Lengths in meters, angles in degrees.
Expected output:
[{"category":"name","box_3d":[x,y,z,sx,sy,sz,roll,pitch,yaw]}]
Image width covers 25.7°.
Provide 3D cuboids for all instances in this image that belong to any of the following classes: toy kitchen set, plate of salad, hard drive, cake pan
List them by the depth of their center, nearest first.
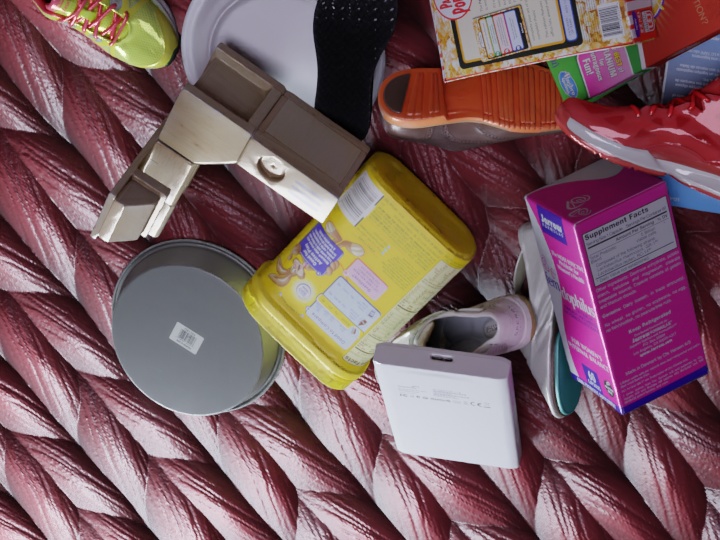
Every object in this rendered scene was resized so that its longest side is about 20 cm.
[{"category":"toy kitchen set","box_3d":[-0.133,-0.061,1.493,0.179,0.164,0.200,34,138,-3]},{"category":"plate of salad","box_3d":[-0.073,-0.210,1.507,0.197,0.048,0.202,4,122,6]},{"category":"hard drive","box_3d":[0.089,0.136,1.555,0.130,0.027,0.201,7,151,13]},{"category":"cake pan","box_3d":[-0.177,0.067,1.662,0.197,0.037,0.203,6,113,14]}]

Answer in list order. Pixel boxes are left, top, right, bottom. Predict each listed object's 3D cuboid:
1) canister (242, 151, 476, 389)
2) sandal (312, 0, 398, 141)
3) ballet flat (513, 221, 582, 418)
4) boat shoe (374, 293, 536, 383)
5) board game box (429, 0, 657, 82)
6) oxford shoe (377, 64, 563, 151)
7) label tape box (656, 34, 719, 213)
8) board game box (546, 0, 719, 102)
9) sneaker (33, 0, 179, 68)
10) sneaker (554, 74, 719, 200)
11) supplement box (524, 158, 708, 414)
[{"category":"canister","box_3d":[0.000,0.000,1.554,0.148,0.087,0.200,43,116,-5]},{"category":"sandal","box_3d":[-0.010,-0.205,1.454,0.074,0.045,0.201,9,133,-3]},{"category":"ballet flat","box_3d":[0.181,0.043,1.538,0.068,0.069,0.203,2,109,15]},{"category":"boat shoe","box_3d":[0.077,0.073,1.548,0.199,0.069,0.072,-29,76,39]},{"category":"board game box","box_3d":[0.147,-0.255,1.362,0.198,0.046,0.154,-5,99,40]},{"category":"oxford shoe","box_3d":[0.116,-0.150,1.478,0.197,0.072,0.073,4,155,4]},{"category":"label tape box","box_3d":[0.341,-0.153,1.400,0.141,0.066,0.202,10,117,14]},{"category":"board game box","box_3d":[0.233,-0.250,1.353,0.199,0.040,0.155,-27,85,40]},{"category":"sneaker","box_3d":[-0.266,-0.256,1.520,0.199,0.090,0.078,35,116,-2]},{"category":"sneaker","box_3d":[0.275,-0.140,1.360,0.198,0.078,0.117,19,109,-4]},{"category":"supplement box","box_3d":[0.237,0.012,1.450,0.102,0.101,0.202,-23,114,-14]}]
